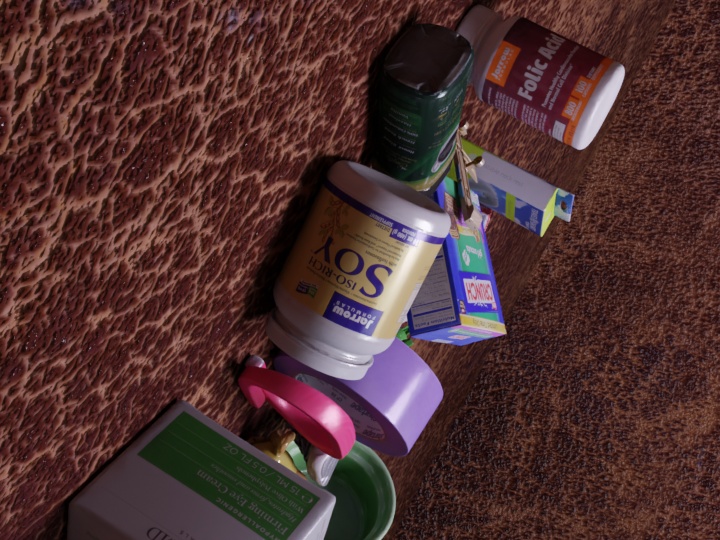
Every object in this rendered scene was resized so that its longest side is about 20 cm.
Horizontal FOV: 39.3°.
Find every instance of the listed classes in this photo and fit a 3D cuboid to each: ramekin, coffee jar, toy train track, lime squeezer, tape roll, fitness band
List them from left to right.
[{"bbox_3d":[-0.071,0.161,1.171,0.038,0.143,0.200,-56,165,-17],"label":"fitness band"},{"bbox_3d":[-0.056,0.346,1.489,0.200,0.199,0.098,-47,168,-41],"label":"ramekin"},{"bbox_3d":[-0.003,0.136,1.241,0.085,0.199,0.200,-53,164,-21],"label":"tape roll"},{"bbox_3d":[0.057,0.091,1.432,0.071,0.038,0.200,-47,177,16],"label":"lime squeezer"},{"bbox_3d":[0.065,-0.167,1.119,0.104,0.085,0.201,-54,163,-30],"label":"coffee jar"},{"bbox_3d":[0.143,-0.135,1.327,0.115,0.032,0.201,46,29,-40],"label":"toy train track"}]

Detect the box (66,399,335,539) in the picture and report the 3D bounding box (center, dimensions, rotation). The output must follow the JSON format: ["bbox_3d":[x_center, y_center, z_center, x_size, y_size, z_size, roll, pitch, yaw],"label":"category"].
[{"bbox_3d":[-0.161,0.282,0.992,0.171,0.198,0.201,-44,157,-45],"label":"box"}]

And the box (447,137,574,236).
[{"bbox_3d":[0.209,-0.120,1.467,0.048,0.199,0.122,-58,165,-9],"label":"box"}]

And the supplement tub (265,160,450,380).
[{"bbox_3d":[-0.006,0.000,1.080,0.201,0.145,0.145,-64,165,12],"label":"supplement tub"}]

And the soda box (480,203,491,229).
[{"bbox_3d":[0.165,-0.085,1.572,0.200,0.070,0.064,-51,165,-76],"label":"soda box"}]

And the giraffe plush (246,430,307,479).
[{"bbox_3d":[-0.132,0.293,1.274,0.201,0.172,0.163,62,40,-32],"label":"giraffe plush"}]

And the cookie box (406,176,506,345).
[{"bbox_3d":[0.112,-0.012,1.306,0.171,0.075,0.201,15,63,-63],"label":"cookie box"}]

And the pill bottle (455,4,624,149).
[{"bbox_3d":[0.211,-0.242,1.241,0.114,0.199,0.114,-54,164,-23],"label":"pill bottle"}]

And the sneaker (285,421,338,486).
[{"bbox_3d":[-0.067,0.231,1.359,0.200,0.082,0.075,-122,-123,-85],"label":"sneaker"}]

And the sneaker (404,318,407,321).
[{"bbox_3d":[0.075,0.022,1.456,0.200,0.078,0.100,-32,157,-44],"label":"sneaker"}]
